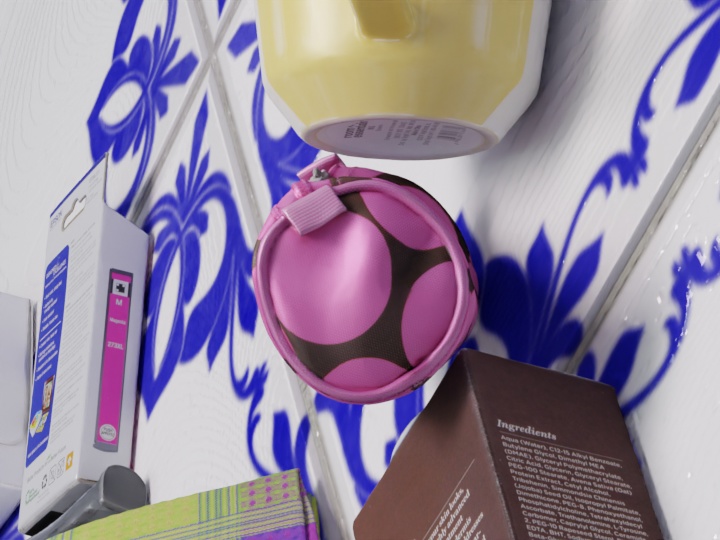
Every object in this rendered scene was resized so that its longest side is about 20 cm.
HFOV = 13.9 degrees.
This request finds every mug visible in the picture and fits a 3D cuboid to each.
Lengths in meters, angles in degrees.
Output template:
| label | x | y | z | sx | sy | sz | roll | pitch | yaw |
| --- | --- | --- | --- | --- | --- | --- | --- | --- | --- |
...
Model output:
| label | x | y | z | sx | sy | sz | roll | pitch | yaw |
| --- | --- | --- | --- | --- | --- | --- | --- | --- | --- |
| mug | 0.006 | -0.131 | 1.223 | 0.149 | 0.186 | 0.153 | -6 | 78 | 39 |

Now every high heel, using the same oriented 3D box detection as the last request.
| label | x | y | z | sx | sy | sz | roll | pitch | yaw |
| --- | --- | --- | --- | --- | --- | --- | --- | --- | --- |
| high heel | -0.172 | 0.209 | 1.538 | 0.143 | 0.071 | 0.200 | -45 | 20 | 40 |

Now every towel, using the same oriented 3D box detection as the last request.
| label | x | y | z | sx | sy | sz | roll | pitch | yaw |
| --- | --- | --- | --- | --- | --- | --- | --- | --- | --- |
| towel | -0.079 | 0.161 | 1.270 | 0.200 | 0.143 | 0.023 | -103 | -2 | -61 |

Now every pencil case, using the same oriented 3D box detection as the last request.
| label | x | y | z | sx | sy | sz | roll | pitch | yaw |
| --- | --- | --- | --- | --- | --- | --- | --- | --- | --- |
| pencil case | 0.000 | 0.000 | 1.159 | 0.200 | 0.091 | 0.094 | -101 | -10 | -88 |

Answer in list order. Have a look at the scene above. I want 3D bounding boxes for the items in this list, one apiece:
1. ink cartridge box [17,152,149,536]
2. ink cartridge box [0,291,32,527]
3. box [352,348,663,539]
| label | x | y | z | sx | sy | sz | roll | pitch | yaw |
| --- | --- | --- | --- | --- | --- | --- | --- | --- | --- |
| ink cartridge box | -0.154 | 0.043 | 1.657 | 0.095 | 0.037 | 0.200 | 140 | 137 | -55 |
| ink cartridge box | -0.304 | 0.111 | 1.820 | 0.200 | 0.147 | 0.146 | -51 | 32 | 44 |
| box | 0.061 | 0.134 | 1.053 | 0.100 | 0.075 | 0.200 | -60 | 29 | 33 |
